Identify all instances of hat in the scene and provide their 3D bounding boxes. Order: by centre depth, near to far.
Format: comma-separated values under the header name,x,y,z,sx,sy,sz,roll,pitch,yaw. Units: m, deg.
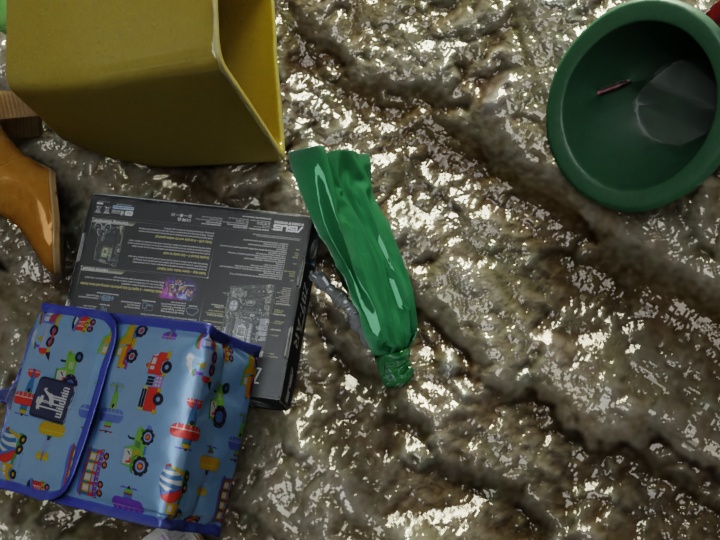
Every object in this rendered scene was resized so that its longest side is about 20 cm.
name,x,y,z,sx,sy,sz,roll,pitch,yaw
hat,0.282,-0.146,1.038,0.200,0.176,0.166,-43,68,32

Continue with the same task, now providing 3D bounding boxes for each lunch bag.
name,x,y,z,sx,sy,sz,roll,pitch,yaw
lunch bag,-0.196,0.110,0.943,0.199,0.094,0.152,7,78,24

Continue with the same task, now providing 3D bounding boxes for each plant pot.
name,x,y,z,sx,sy,sz,roll,pitch,yaw
plant pot,-0.189,-0.201,1.031,0.199,0.194,0.197,-8,70,10

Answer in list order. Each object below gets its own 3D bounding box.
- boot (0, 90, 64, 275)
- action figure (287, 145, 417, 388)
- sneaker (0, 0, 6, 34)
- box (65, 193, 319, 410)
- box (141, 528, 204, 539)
name,x,y,z,sx,sy,sz,roll,pitch,yaw
boot,-0.337,-0.072,1.044,0.143,0.071,0.202,-10,61,-17
action figure,0.000,0.000,0.990,0.055,0.118,0.201,-26,79,36
sneaker,-0.274,-0.303,1.128,0.077,0.084,0.201,30,92,52
box,-0.145,0.025,1.018,0.198,0.044,0.161,6,72,9
box,-0.098,0.278,0.926,0.041,0.039,0.200,-37,70,-6
